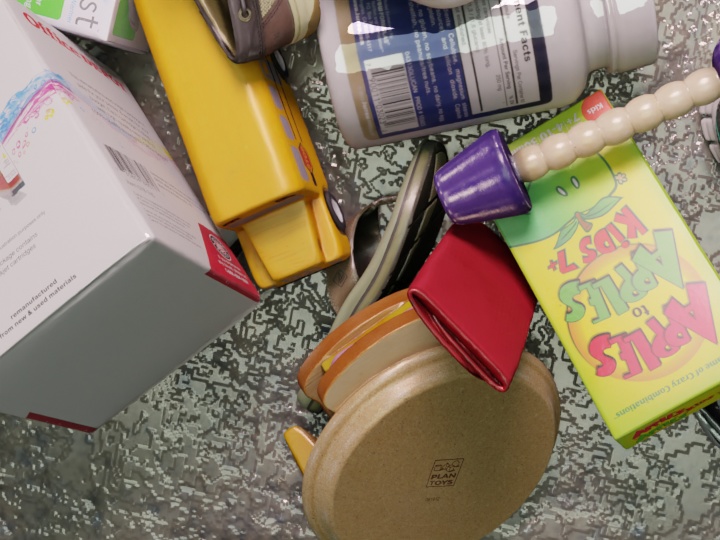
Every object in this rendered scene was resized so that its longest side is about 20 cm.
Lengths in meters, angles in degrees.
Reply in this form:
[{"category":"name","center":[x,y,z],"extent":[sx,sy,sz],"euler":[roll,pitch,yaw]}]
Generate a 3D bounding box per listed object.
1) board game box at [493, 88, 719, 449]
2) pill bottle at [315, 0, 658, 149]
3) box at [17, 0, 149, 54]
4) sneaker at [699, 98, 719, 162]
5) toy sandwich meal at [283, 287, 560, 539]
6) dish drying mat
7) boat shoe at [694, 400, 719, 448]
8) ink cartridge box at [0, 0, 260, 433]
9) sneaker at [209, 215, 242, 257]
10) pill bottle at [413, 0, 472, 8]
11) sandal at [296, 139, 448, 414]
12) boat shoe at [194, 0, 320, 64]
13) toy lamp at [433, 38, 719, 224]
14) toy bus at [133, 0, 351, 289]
[{"category":"board game box","center":[0.158,-0.003,0.741],"extent":[0.101,0.048,0.200],"euler":[-30,66,10]},{"category":"pill bottle","center":[0.078,-0.149,0.744],"extent":[0.199,0.111,0.111],"euler":[-11,96,6]},{"category":"box","center":[-0.205,-0.260,0.765],"extent":[0.176,0.097,0.200],"euler":[17,97,5]},{"category":"sneaker","center":[0.279,-0.036,0.749],"extent":[0.077,0.091,0.200],"euler":[-30,93,9]},{"category":"toy sandwich meal","center":[0.038,0.107,0.780],"extent":[0.205,0.070,0.206],"euler":[-13,127,-18]},{"category":"dish drying mat","center":[0.072,0.013,0.719],"extent":[0.077,0.200,0.018],"euler":[46,110,-2]},{"category":"boat shoe","center":[0.213,0.042,0.774],"extent":[0.073,0.068,0.200],"euler":[-28,92,8]},{"category":"ink cartridge box","center":[-0.188,-0.032,0.708],"extent":[0.145,0.145,0.200],"euler":[-37,66,8]},{"category":"sneaker","center":[-0.169,-0.004,0.806],"extent":[0.200,0.075,0.081],"euler":[-24,85,7]},{"category":"pill bottle","center":[-0.003,-0.235,0.693],"extent":[0.200,0.111,0.111],"euler":[35,101,39]},{"category":"sandal","center":[-0.001,0.001,0.789],"extent":[0.057,0.080,0.201],"euler":[31,99,15]},{"category":"boat shoe","center":[-0.096,-0.212,0.674],"extent":[0.065,0.073,0.200],"euler":[-38,99,-30]},{"category":"toy lamp","center":[0.140,-0.083,0.714],"extent":[0.200,0.058,0.058],"euler":[-24,94,11]},{"category":"toy bus","center":[-0.073,-0.091,0.747],"extent":[0.065,0.078,0.200],"euler":[-22,83,12]}]
